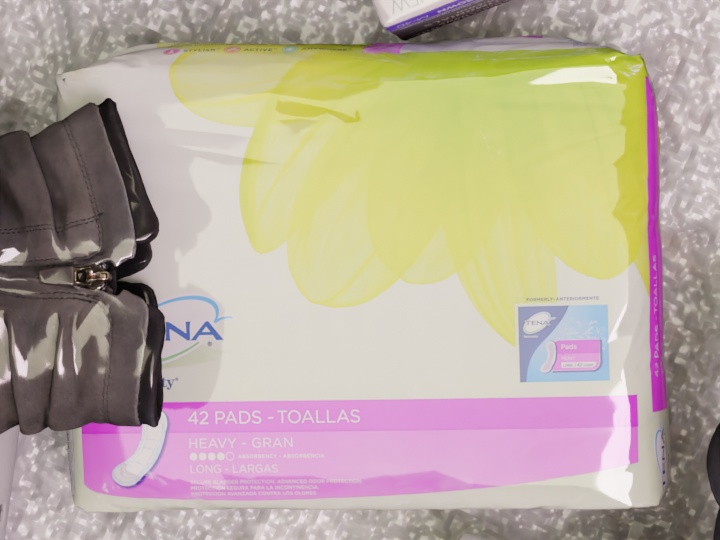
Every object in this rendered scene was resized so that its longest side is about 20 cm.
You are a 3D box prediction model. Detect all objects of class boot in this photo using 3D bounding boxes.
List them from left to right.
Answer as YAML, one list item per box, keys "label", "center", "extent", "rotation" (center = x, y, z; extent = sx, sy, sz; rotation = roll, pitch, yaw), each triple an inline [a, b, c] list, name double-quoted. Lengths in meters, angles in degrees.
- label: "boot"
  center: [-0.136, -0.035, 0.812]
  extent: [0.131, 0.070, 0.200]
  rotation: [-16, 89, 0]

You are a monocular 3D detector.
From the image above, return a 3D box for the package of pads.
- label: "package of pads"
  center: [0.000, 0.000, 0.848]
  extent: [0.200, 0.068, 0.155]
  rotation: [-2, 91, 8]

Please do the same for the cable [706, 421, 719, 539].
- label: "cable"
  center: [0.182, 0.080, 0.754]
  extent: [0.163, 0.051, 0.200]
  rotation: [8, 68, -1]

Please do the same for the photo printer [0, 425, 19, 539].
- label: "photo printer"
  center: [-0.199, 0.056, 0.877]
  extent: [0.166, 0.069, 0.200]
  rotation: [7, 92, 8]

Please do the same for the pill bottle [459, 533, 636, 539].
- label: "pill bottle"
  center: [0.116, 0.152, 0.813]
  extent: [0.200, 0.113, 0.113]
  rotation: [16, 93, 7]

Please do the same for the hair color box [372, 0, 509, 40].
- label: "hair color box"
  center: [0.027, -0.188, 0.843]
  extent: [0.109, 0.065, 0.200]
  rotation: [-20, 90, 8]
